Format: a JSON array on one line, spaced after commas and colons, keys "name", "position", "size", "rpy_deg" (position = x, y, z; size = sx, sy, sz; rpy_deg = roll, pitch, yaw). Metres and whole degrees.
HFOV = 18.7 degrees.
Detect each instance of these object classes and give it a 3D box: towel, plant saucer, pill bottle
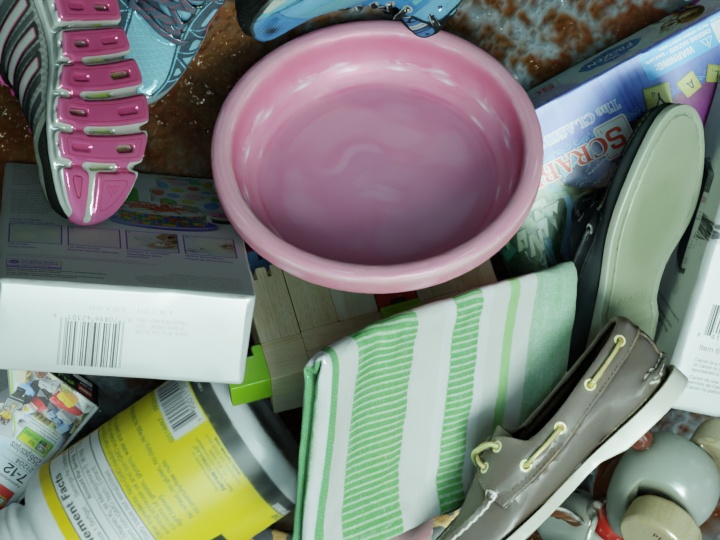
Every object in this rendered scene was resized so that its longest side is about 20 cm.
[{"name": "towel", "position": [0.046, 0.086, 1.293], "size": [0.200, 0.023, 0.153], "rpy_deg": [-15, 122, -35]}, {"name": "plant saucer", "position": [0.011, -0.062, 1.323], "size": [0.200, 0.201, 0.051], "rpy_deg": [-9, 145, -5]}, {"name": "pill bottle", "position": [-0.139, 0.149, 1.382], "size": [0.200, 0.114, 0.114], "rpy_deg": [-34, 110, 4]}]

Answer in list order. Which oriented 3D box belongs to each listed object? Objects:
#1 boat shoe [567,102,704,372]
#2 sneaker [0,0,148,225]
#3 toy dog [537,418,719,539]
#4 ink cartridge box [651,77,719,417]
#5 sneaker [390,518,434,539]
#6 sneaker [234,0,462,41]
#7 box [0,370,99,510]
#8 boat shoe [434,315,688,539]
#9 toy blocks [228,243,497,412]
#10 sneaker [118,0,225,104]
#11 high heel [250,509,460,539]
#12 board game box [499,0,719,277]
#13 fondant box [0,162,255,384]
[{"name": "boat shoe", "position": [0.158, -0.018, 1.364], "size": [0.074, 0.066, 0.200], "rpy_deg": [-14, 124, -37]}, {"name": "sneaker", "position": [-0.186, -0.121, 1.295], "size": [0.087, 0.074, 0.201], "rpy_deg": [-15, 85, 40]}, {"name": "toy dog", "position": [0.160, 0.135, 1.399], "size": [0.200, 0.132, 0.096], "rpy_deg": [-32, 103, 40]}, {"name": "ink cartridge box", "position": [0.273, -0.007, 1.373], "size": [0.144, 0.084, 0.201], "rpy_deg": [11, 108, -11]}, {"name": "sneaker", "position": [0.023, 0.124, 1.403], "size": [0.075, 0.200, 0.105], "rpy_deg": [12, 136, 24]}, {"name": "sneaker", "position": [0.022, -0.174, 1.315], "size": [0.199, 0.078, 0.090], "rpy_deg": [-22, 118, -14]}, {"name": "box", "position": [-0.278, 0.065, 1.392], "size": [0.200, 0.035, 0.110], "rpy_deg": [36, 101, -18]}, {"name": "boat shoe", "position": [0.103, 0.112, 1.300], "size": [0.200, 0.072, 0.060], "rpy_deg": [-42, 94, 0]}, {"name": "toy blocks", "position": [0.000, 0.000, 1.359], "size": [0.199, 0.137, 0.100], "rpy_deg": [-15, 153, -7]}, {"name": "sneaker", "position": [-0.108, -0.185, 1.296], "size": [0.079, 0.096, 0.200], "rpy_deg": [22, 105, -14]}, {"name": "high heel", "position": [-0.009, 0.151, 1.442], "size": [0.200, 0.071, 0.143], "rpy_deg": [-43, 108, 11]}, {"name": "board game box", "position": [0.183, -0.044, 1.415], "size": [0.200, 0.041, 0.200], "rpy_deg": [-29, 111, 3]}, {"name": "fondant box", "position": [-0.144, -0.002, 1.299], "size": [0.144, 0.200, 0.058], "rpy_deg": [4, 112, -9]}]
